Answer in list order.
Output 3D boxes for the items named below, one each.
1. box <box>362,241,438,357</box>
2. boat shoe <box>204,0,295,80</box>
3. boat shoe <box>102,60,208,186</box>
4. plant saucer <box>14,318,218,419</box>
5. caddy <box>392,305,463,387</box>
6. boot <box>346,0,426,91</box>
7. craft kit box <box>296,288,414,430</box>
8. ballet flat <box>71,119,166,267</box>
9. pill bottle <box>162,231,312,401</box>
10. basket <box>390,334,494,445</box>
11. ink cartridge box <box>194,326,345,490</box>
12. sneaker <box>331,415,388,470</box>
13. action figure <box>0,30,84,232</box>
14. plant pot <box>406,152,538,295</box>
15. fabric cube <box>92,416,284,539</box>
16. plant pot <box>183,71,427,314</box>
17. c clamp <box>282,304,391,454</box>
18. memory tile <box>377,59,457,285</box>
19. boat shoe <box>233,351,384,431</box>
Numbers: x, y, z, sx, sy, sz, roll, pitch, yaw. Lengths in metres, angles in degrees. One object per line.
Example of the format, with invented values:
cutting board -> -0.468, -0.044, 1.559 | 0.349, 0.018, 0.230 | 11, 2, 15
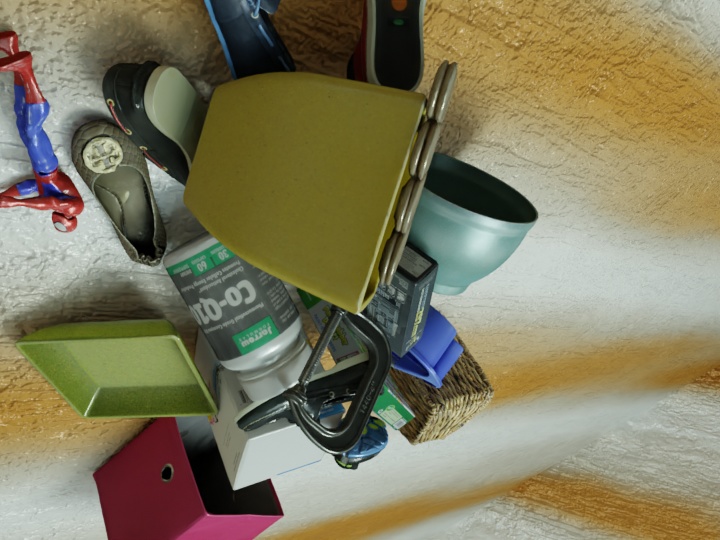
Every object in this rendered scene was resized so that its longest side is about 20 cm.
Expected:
box -> 0.000, 0.000, 0.813 | 0.051, 0.199, 0.159 | -38, 152, -31
boat shoe -> -0.100, -0.249, 0.553 | 0.068, 0.085, 0.200 | -10, 157, 1
boat shoe -> -0.184, -0.135, 0.636 | 0.202, 0.062, 0.074 | 65, 40, -66
plant saucer -> -0.298, 0.124, 0.812 | 0.198, 0.048, 0.201 | -2, 141, 4
caddy -> 0.069, 0.105, 1.011 | 0.105, 0.200, 0.142 | -44, 145, -12
boot -> 0.023, -0.268, 0.635 | 0.072, 0.144, 0.202 | 5, 97, -13
craft kit box -> -0.005, 0.131, 0.972 | 0.048, 0.198, 0.200 | -36, 146, 0
ballet flat -> -0.248, -0.071, 0.670 | 0.067, 0.047, 0.201 | -20, 144, -15
pill bottle -> -0.139, 0.046, 0.753 | 0.112, 0.113, 0.201 | -29, 102, -5
basket -> 0.122, 0.205, 1.156 | 0.148, 0.201, 0.144 | -9, 138, -31
ink cartridge box -> -0.142, 0.177, 0.917 | 0.146, 0.201, 0.145 | -10, 142, -29
sneaker -> -0.004, 0.249, 0.893 | 0.083, 0.070, 0.200 | -62, 172, -3
action figure -> -0.315, -0.100, 0.568 | 0.098, 0.065, 0.201 | -27, 145, -23
plant pot -> 0.110, -0.054, 0.818 | 0.199, 0.200, 0.135 | 0, 123, -38
fabric cube -> -0.286, 0.371, 1.043 | 0.199, 0.197, 0.200 | -39, 146, 12
plant pot -> -0.056, -0.089, 0.628 | 0.195, 0.198, 0.196 | -29, 137, -84
c clamp -> -0.034, 0.106, 0.752 | 0.027, 0.201, 0.171 | -13, 137, 46
memory tile -> 0.054, -0.092, 0.595 | 0.153, 0.017, 0.202 | -57, 163, -74
boat shoe -> -0.058, 0.169, 0.794 | 0.198, 0.067, 0.075 | -20, 164, -22
